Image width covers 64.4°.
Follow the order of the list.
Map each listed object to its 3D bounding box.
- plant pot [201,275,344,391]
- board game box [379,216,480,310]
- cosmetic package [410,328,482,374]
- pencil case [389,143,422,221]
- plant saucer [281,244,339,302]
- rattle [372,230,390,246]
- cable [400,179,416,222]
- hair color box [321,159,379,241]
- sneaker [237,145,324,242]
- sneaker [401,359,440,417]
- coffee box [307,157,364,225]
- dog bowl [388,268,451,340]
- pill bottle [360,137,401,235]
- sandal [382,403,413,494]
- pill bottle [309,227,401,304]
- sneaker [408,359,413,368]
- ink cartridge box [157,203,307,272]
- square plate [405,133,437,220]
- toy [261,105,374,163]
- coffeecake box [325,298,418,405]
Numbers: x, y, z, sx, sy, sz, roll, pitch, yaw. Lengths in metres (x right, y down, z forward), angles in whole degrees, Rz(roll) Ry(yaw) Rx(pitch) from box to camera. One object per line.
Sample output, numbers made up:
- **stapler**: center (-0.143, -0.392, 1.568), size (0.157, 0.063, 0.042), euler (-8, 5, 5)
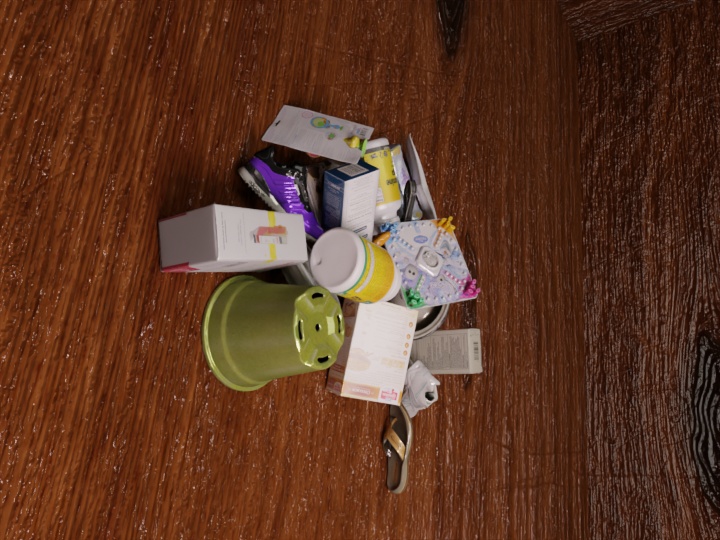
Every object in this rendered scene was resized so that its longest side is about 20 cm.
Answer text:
- **plant pot**: center (-0.132, 0.101, 0.963), size (0.198, 0.181, 0.207), euler (12, 75, -53)
- **board game box**: center (0.156, -0.024, 1.265), size (0.195, 0.026, 0.205), euler (-7, 68, -30)
- **cosmetic package**: center (0.191, 0.199, 1.389), size (0.070, 0.196, 0.108), euler (9, 77, -53)
- **pencil case**: center (0.089, -0.209, 1.409), size (0.082, 0.091, 0.204), euler (-25, 112, -11)
- **plant saucer**: center (-0.107, 0.006, 1.081), size (0.203, 0.050, 0.200), euler (58, 6, -9)
- **rattle**: center (0.029, 0.032, 1.249), size (0.130, 0.139, 0.206), euler (8, 71, -72)
- **cable**: center (0.096, -0.112, 1.345), size (0.099, 0.049, 0.203), euler (-97, -169, -46)
- **hair color box**: center (-0.024, -0.101, 1.110), size (0.099, 0.060, 0.204), euler (-25, 133, -40)
- **sneaker**: center (-0.122, -0.144, 1.046), size (0.100, 0.070, 0.200), euler (-44, 110, 3)
- **sneaker**: center (0.135, 0.298, 1.339), size (0.070, 0.080, 0.203), euler (-37, 150, -31)
- **coffee box**: center (-0.067, -0.170, 1.182), size (0.199, 0.078, 0.116), euler (-33, 110, -47)
- **dog bowl**: center (0.119, 0.069, 1.328), size (0.074, 0.195, 0.206), euler (43, 49, -65)
- **pill bottle**: center (0.032, -0.189, 1.307), size (0.112, 0.110, 0.205), euler (-26, 105, -53)
- **sandal**: center (0.077, 0.405, 1.311), size (0.053, 0.080, 0.206), euler (12, 78, -30)
- **pill bottle**: center (0.000, 0.000, 1.061), size (0.199, 0.110, 0.116), euler (23, 65, -59)
- **sneaker**: center (0.047, 0.200, 1.291), size (0.198, 0.078, 0.081), euler (21, 69, -50)
- **ink cartridge box**: center (-0.202, -0.046, 0.925), size (0.198, 0.142, 0.086), euler (1, 82, -55)
- **square plate**: center (0.160, -0.218, 1.493), size (0.201, 0.028, 0.202), euler (61, 16, -48)
- **toy**: center (-0.081, -0.255, 1.123), size (0.048, 0.195, 0.117), euler (89, 20, -50)
- **coffeecake box**: center (0.026, 0.165, 1.197), size (0.151, 0.072, 0.206), euler (16, 83, -31)
